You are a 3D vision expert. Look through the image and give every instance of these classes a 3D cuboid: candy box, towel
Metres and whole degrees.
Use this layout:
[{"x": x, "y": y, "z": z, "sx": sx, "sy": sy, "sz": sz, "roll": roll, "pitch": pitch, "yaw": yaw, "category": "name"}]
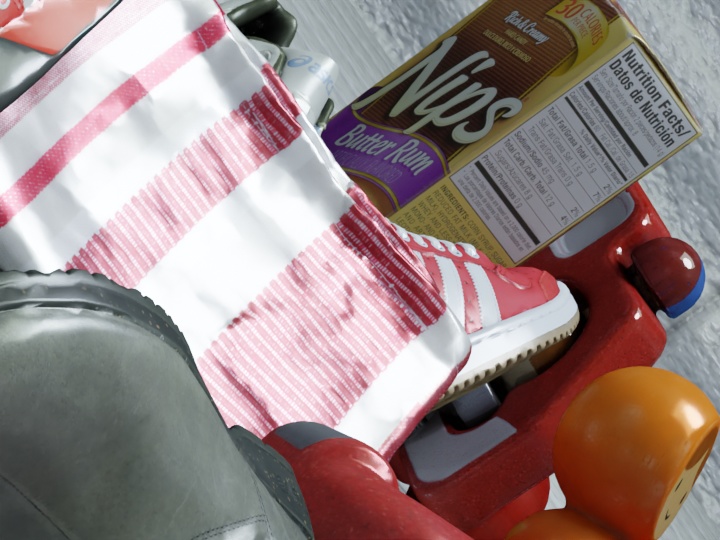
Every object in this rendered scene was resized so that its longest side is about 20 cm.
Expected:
[{"x": 0.029, "y": -0.037, "z": 1.138, "sx": 0.057, "sy": 0.200, "sz": 0.117, "roll": 52, "pitch": 7, "yaw": -25, "category": "candy box"}, {"x": -0.052, "y": -0.013, "z": 0.905, "sx": 0.200, "sy": 0.023, "sz": 0.144, "roll": 54, "pitch": 42, "yaw": -10, "category": "towel"}]

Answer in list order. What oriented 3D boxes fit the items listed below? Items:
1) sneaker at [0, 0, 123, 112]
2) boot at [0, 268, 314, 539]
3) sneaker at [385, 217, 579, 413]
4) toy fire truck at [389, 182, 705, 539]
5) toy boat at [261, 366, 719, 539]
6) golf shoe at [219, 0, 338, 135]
[{"x": -0.108, "y": -0.117, "z": 0.837, "sx": 0.108, "sy": 0.067, "sz": 0.201, "roll": 49, "pitch": 42, "yaw": -8, "category": "sneaker"}, {"x": -0.039, "y": 0.086, "z": 0.653, "sx": 0.200, "sy": 0.068, "sz": 0.131, "roll": 42, "pitch": 20, "yaw": -57, "category": "boot"}, {"x": 0.000, "y": 0.000, "z": 1.021, "sx": 0.200, "sy": 0.071, "sz": 0.113, "roll": -20, "pitch": 81, "yaw": -55, "category": "sneaker"}, {"x": 0.060, "y": 0.021, "z": 1.209, "sx": 0.112, "sy": 0.168, "sz": 0.200, "roll": 51, "pitch": 7, "yaw": -27, "category": "toy fire truck"}, {"x": 0.063, "y": 0.089, "z": 0.831, "sx": 0.200, "sy": 0.131, "sz": 0.130, "roll": 34, "pitch": -5, "yaw": -15, "category": "toy boat"}, {"x": -0.051, "y": -0.052, "z": 1.108, "sx": 0.078, "sy": 0.097, "sz": 0.200, "roll": 52, "pitch": 8, "yaw": -34, "category": "golf shoe"}]
